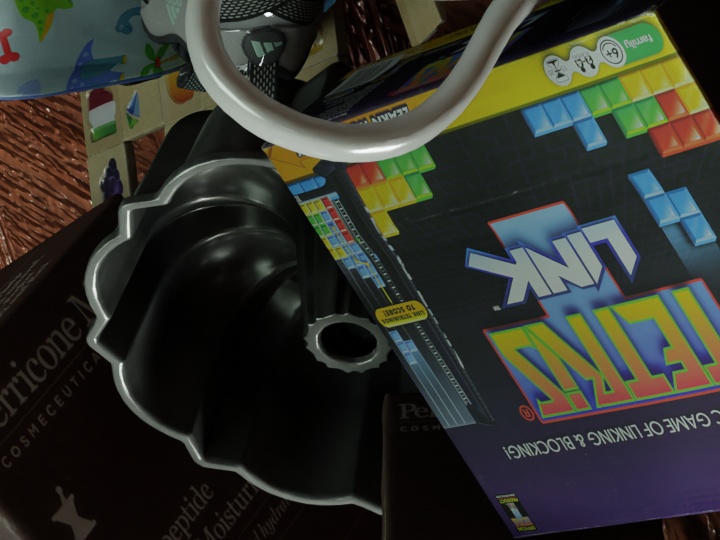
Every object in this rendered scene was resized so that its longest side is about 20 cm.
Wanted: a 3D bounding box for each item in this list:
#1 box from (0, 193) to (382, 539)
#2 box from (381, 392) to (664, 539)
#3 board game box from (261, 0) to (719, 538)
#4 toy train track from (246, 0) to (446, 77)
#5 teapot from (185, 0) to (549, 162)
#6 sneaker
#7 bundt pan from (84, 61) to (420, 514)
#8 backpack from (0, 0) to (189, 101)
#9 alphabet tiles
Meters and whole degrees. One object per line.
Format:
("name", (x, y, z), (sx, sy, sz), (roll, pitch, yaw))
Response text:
("box", (-0.123, 0.114, 1.211), (0.164, 0.166, 0.200), (-29, 106, 41))
("box", (0.058, 0.129, 1.001), (0.200, 0.100, 0.075), (-92, 1, -55))
("board game box", (0.081, -0.004, 0.908), (0.200, 0.057, 0.166), (-16, 110, 53))
("toy train track", (0.001, -0.120, 1.074), (0.200, 0.032, 0.115), (-43, 62, 55))
("teapot", (-0.009, -0.163, 0.852), (0.200, 0.145, 0.198), (-117, 20, -57))
("sneaker", (-0.054, -0.132, 1.041), (0.200, 0.077, 0.140), (-103, 17, -54))
("bundt pan", (0.000, 0.000, 1.089), (0.201, 0.076, 0.202), (6, 138, 5))
("backpack", (-0.146, -0.166, 1.142), (0.200, 0.183, 0.147), (45, 137, 35))
("alphabet tiles", (-0.065, -0.083, 1.203), (0.200, 0.008, 0.168), (-16, 78, 53))
